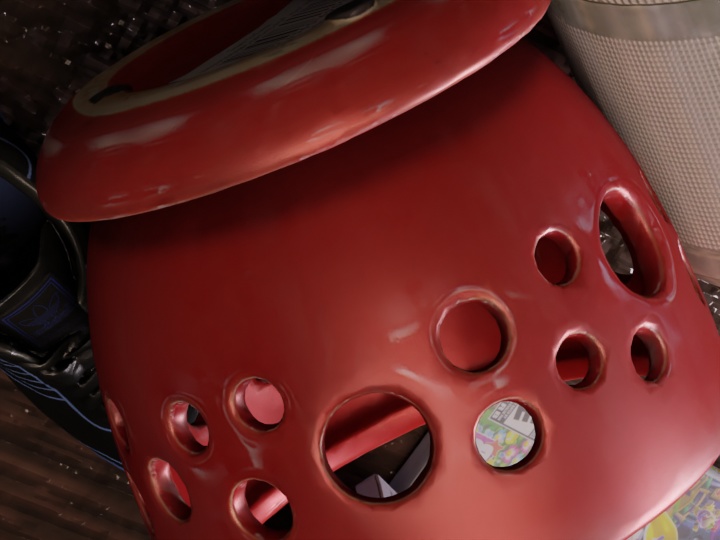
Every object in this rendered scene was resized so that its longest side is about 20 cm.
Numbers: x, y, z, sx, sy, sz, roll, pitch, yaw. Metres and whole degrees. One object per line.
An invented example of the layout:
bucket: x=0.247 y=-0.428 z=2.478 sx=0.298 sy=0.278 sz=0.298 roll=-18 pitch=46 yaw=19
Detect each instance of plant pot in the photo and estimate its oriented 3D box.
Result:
plant pot: x=0.000 y=0.000 z=0.886 sx=0.200 sy=0.200 sz=0.183 roll=-25 pitch=104 yaw=-2

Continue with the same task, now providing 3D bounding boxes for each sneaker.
sneaker: x=-0.106 y=0.017 z=0.954 sx=0.070 sy=0.078 sz=0.200 roll=-37 pitch=121 yaw=6

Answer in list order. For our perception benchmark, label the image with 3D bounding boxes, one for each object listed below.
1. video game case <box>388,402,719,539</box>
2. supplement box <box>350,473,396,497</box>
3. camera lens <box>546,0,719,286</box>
video game case: x=0.091 y=0.130 z=1.105 sx=0.200 sy=0.018 sz=0.143 roll=28 pitch=106 yaw=-27
supplement box: x=-0.039 y=0.179 z=1.055 sx=0.200 sy=0.061 sz=0.109 roll=-35 pitch=121 yaw=15
camera lens: x=0.142 y=-0.105 z=0.911 sx=0.160 sy=0.160 sz=0.200 roll=-26 pitch=121 yaw=-1
